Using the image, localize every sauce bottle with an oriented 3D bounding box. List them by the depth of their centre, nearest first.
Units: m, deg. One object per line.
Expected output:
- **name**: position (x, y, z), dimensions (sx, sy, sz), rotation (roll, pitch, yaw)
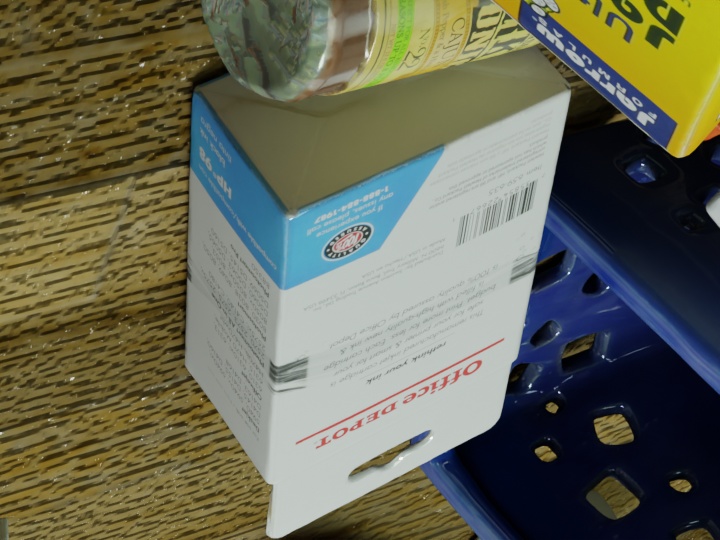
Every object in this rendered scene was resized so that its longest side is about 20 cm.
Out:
- **sauce bottle**: position (0.044, -0.102, 0.796), dimensions (0.200, 0.065, 0.065), rotation (-18, 146, -37)

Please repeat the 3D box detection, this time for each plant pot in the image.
- **plant pot**: position (0.161, 0.049, 1.020), dimensions (0.180, 0.200, 0.200), rotation (-26, 149, -33)

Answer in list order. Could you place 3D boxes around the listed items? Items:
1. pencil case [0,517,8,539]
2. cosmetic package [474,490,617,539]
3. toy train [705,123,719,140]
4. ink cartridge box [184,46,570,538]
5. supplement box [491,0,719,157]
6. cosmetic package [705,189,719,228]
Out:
- **pencil case**: position (-0.162, 0.037, 0.744), dimensions (0.089, 0.078, 0.200), rotation (-10, 146, -7)
- **cosmetic package**: position (0.070, 0.219, 1.246), dimensions (0.081, 0.113, 0.200), rotation (5, 131, -52)
- **toy train**: position (0.152, -0.121, 0.749), dimensions (0.056, 0.150, 0.200), rotation (16, 102, -38)
- **ink cartridge box**: position (0.000, 0.000, 0.891), dimensions (0.116, 0.067, 0.200), rotation (-25, 149, -23)
- **supplement box**: position (0.081, -0.124, 0.569), dimensions (0.109, 0.110, 0.200), rotation (-47, 171, -11)
- **cosmetic package**: position (0.235, -0.037, 0.935), dimensions (0.200, 0.101, 0.071), rotation (-29, 166, -41)
